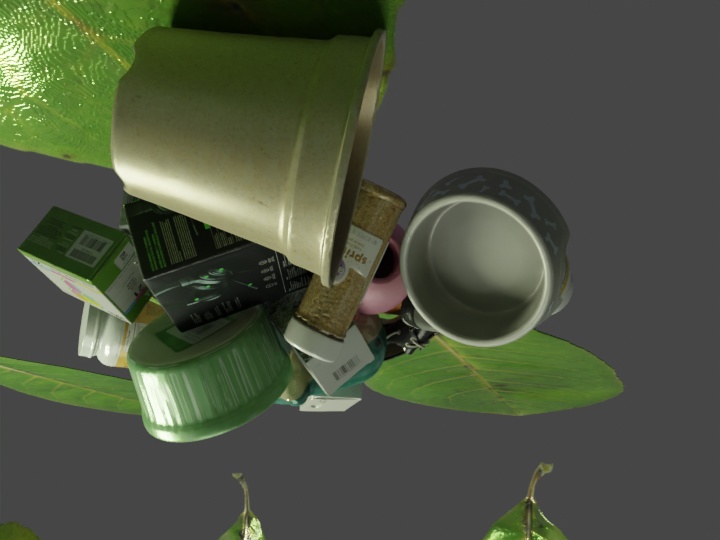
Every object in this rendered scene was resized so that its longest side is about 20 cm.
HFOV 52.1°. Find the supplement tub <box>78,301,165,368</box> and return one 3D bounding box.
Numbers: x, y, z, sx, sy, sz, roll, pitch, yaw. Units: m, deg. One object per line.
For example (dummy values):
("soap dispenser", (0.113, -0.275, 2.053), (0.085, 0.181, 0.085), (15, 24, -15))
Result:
("supplement tub", (-0.361, 0.093, 1.235), (0.197, 0.147, 0.144), (10, 160, -24))

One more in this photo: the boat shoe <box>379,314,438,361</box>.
("boat shoe", (0.071, 0.097, 1.106), (0.073, 0.061, 0.198), (23, 151, -37))

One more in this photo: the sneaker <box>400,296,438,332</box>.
("sneaker", (0.140, 0.053, 0.993), (0.197, 0.075, 0.079), (8, -171, -32))

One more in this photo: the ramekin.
("ramekin", (-0.191, 0.110, 0.917), (0.196, 0.099, 0.201), (-14, -157, 6))

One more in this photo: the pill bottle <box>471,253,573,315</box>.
("pill bottle", (0.204, -0.004, 0.945), (0.110, 0.113, 0.199), (-10, 158, 31))

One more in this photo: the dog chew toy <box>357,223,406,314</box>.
("dog chew toy", (0.000, 0.000, 0.980), (0.122, 0.127, 0.200), (6, 170, -13))

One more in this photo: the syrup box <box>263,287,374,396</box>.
("syrup box", (-0.073, 0.059, 0.966), (0.078, 0.200, 0.082), (-37, 136, -9))

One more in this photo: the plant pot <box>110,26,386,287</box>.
("plant pot", (-0.088, -0.107, 0.586), (0.180, 0.204, 0.201), (13, 162, 1))

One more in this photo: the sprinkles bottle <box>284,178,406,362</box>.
("sprinkles bottle", (-0.017, 0.000, 0.837), (0.067, 0.203, 0.068), (25, -178, -1))

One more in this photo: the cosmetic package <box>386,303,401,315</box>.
("cosmetic package", (0.110, 0.028, 1.114), (0.196, 0.073, 0.101), (8, 160, -20))

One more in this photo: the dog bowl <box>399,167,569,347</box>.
("dog bowl", (0.132, -0.007, 0.815), (0.197, 0.203, 0.059), (-10, -164, 32))

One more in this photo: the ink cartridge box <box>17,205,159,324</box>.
("ink cartridge box", (-0.326, 0.021, 0.974), (0.146, 0.076, 0.201), (18, 152, 30))

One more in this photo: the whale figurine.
("whale figurine", (-0.042, 0.133, 1.030), (0.158, 0.200, 0.105), (-7, 118, 46))

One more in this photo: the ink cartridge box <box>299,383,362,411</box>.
("ink cartridge box", (-0.047, 0.118, 1.188), (0.081, 0.204, 0.147), (5, 162, -11))

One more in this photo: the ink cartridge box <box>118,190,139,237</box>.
("ink cartridge box", (-0.217, -0.046, 0.962), (0.107, 0.051, 0.200), (-2, 162, 11))

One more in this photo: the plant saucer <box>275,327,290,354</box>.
("plant saucer", (-0.113, 0.109, 1.174), (0.038, 0.205, 0.201), (-3, 162, -4))

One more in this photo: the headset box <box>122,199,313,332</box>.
("headset box", (-0.153, -0.024, 0.833), (0.197, 0.094, 0.175), (-20, 159, -7))
